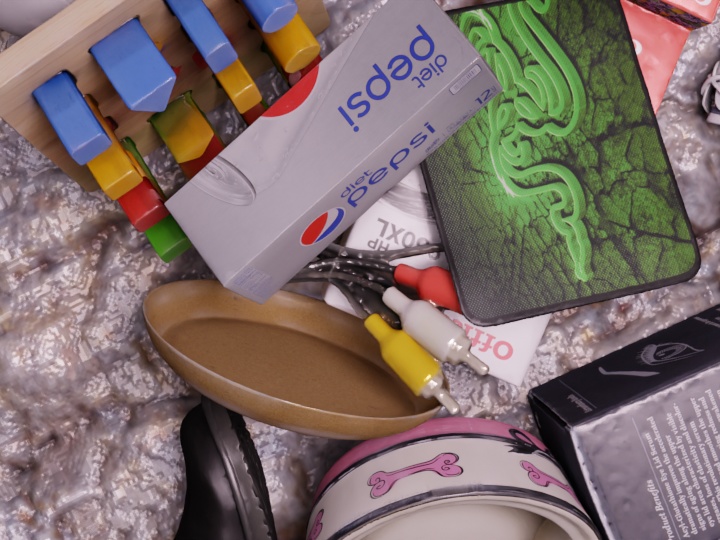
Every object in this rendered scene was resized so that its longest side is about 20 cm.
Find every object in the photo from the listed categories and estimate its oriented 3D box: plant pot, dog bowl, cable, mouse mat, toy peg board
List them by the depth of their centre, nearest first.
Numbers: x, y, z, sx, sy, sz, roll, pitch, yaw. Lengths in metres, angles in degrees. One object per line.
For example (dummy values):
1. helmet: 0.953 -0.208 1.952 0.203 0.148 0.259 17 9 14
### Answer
1. toy peg board: -0.095 -0.103 0.894 0.199 0.199 0.098 -35 76 -1
2. cable: 0.000 0.000 0.908 0.198 0.050 0.098 30 83 10
3. mouse mat: 0.112 -0.075 0.911 0.159 0.008 0.203 -12 76 -13
4. plant pot: -0.042 0.057 0.922 0.197 0.200 0.028 16 105 -5
5. dog bowl: 0.054 0.173 0.952 0.197 0.074 0.202 -5 137 -5

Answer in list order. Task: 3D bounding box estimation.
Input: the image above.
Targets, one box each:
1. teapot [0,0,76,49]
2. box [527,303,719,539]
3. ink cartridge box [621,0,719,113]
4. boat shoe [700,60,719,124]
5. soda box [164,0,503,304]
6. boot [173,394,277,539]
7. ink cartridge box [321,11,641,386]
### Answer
1. teapot: -0.202 -0.224 0.919 0.197 0.145 0.203 35 61 -42
2. box: 0.225 0.096 0.966 0.198 0.148 0.105 -24 96 -1
3. ink cartridge box: 0.194 -0.215 0.989 0.108 0.050 0.202 22 92 -5
4. boat shoe: 0.265 -0.110 0.997 0.068 0.072 0.203 -13 104 -5
5. soda box: -0.016 -0.073 0.876 0.199 0.063 0.069 -41 70 8
6. boot: -0.131 0.196 0.982 0.155 0.079 0.214 -12 95 -3
7. ink cartridge box: 0.076 -0.045 0.976 0.143 0.084 0.202 23 93 -3
